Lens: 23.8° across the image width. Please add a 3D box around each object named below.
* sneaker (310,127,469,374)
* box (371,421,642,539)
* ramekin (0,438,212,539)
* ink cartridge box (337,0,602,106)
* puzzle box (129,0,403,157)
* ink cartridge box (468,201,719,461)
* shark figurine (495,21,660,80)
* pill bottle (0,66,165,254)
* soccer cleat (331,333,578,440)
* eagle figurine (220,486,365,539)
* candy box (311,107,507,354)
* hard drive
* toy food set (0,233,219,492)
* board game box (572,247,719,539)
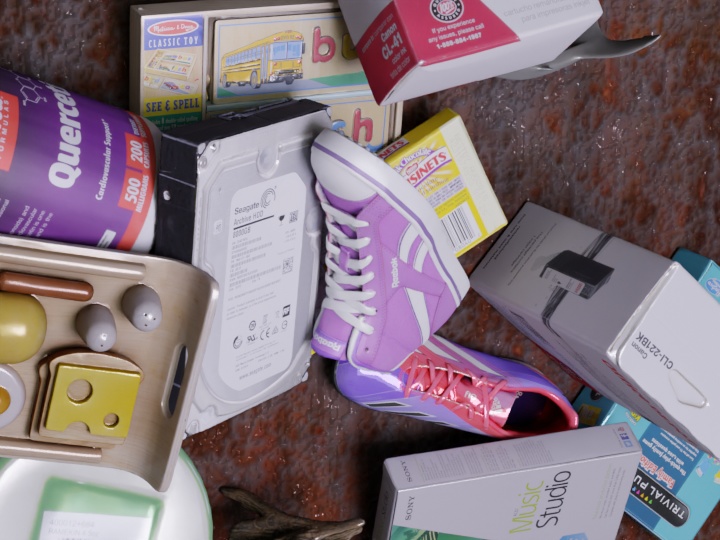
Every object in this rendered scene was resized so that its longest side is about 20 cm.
[{"bbox_3d":[0.001,0.000,1.141,0.114,0.072,0.201,-48,137,-12],"label":"sneaker"},{"bbox_3d":[0.106,0.189,1.299,0.198,0.037,0.145,-6,133,-16],"label":"box"},{"bbox_3d":[-0.195,0.175,1.139,0.198,0.097,0.202,-4,98,-29],"label":"ramekin"},{"bbox_3d":[0.051,-0.227,1.124,0.146,0.086,0.202,-18,83,-22],"label":"ink cartridge box"},{"bbox_3d":[-0.061,-0.121,1.167,0.198,0.025,0.134,-9,117,-24],"label":"puzzle box"},{"bbox_3d":[0.192,0.041,1.249,0.144,0.200,0.084,40,85,-29],"label":"ink cartridge box"},{"bbox_3d":[0.101,-0.168,1.214,0.213,0.089,0.129,24,94,-27],"label":"shark figurine"},{"bbox_3d":[-0.221,-0.066,1.050,0.199,0.112,0.113,17,96,-40],"label":"pill bottle"},{"bbox_3d":[0.073,0.089,1.276,0.198,0.073,0.069,15,97,-29],"label":"soccer cleat"},{"bbox_3d":[-0.027,0.265,1.227,0.149,0.152,0.202,-10,110,-10],"label":"eagle figurine"},{"bbox_3d":[0.003,-0.021,1.221,0.199,0.026,0.103,-33,122,-7],"label":"candy box"},{"bbox_3d":[-0.078,-0.003,1.117,0.139,0.038,0.202,-21,123,-51],"label":"hard drive"},{"bbox_3d":[-0.194,0.059,1.016,0.198,0.060,0.145,9,108,-22],"label":"toy food set"},{"bbox_3d":[0.260,0.107,1.389,0.151,0.047,0.201,37,86,-29],"label":"board game box"}]
